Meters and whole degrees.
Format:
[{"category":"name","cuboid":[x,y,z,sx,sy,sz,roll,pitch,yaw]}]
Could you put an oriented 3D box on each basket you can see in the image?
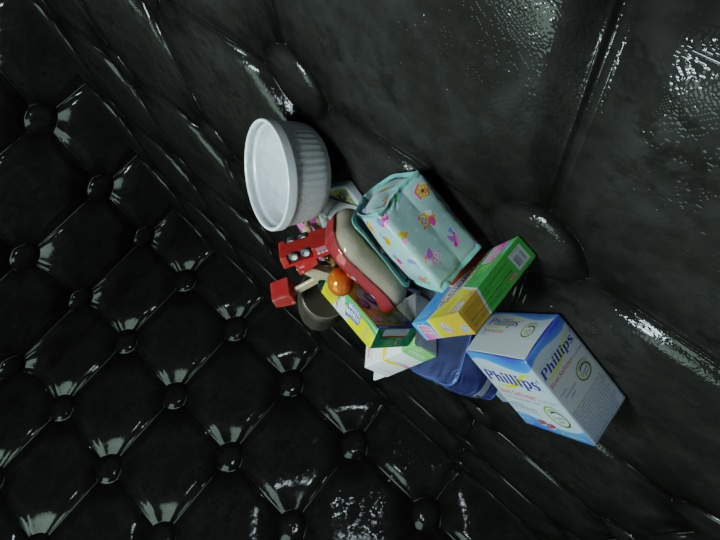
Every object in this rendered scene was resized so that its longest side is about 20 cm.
[{"category":"basket","cuboid":[-0.083,0.052,1.278,0.132,0.186,0.200,21,174,-3]}]

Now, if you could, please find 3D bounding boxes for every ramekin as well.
[{"category":"ramekin","cuboid":[-0.136,-0.184,1.026,0.198,0.102,0.208,26,121,52]}]

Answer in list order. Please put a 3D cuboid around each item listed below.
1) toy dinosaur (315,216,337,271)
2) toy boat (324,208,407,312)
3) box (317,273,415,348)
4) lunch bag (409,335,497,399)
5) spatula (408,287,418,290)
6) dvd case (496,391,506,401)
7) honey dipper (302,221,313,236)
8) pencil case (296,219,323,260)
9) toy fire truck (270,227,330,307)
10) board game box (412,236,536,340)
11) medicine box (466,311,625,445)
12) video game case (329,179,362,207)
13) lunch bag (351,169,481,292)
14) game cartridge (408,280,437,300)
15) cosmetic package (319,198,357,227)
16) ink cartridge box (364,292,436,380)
[{"category":"toy dinosaur","cuboid":[-0.079,-0.057,1.142,0.106,0.060,0.201,45,163,10]},{"category":"toy boat","cuboid":[-0.006,0.000,0.970,0.199,0.129,0.133,42,-153,-27]},{"category":"box","cuboid":[0.008,0.068,1.053,0.115,0.050,0.199,6,-152,-45]},{"category":"lunch bag","cuboid":[0.199,0.173,1.105,0.129,0.140,0.198,25,175,-27]},{"category":"spatula","cuboid":[0.031,-0.001,1.061,0.197,0.021,0.056,33,169,-25]},{"category":"dvd case","cuboid":[0.321,0.246,1.229,0.142,0.018,0.200,44,164,0]},{"category":"honey dipper","cuboid":[-0.113,-0.139,1.135,0.038,0.037,0.203,55,-165,-38]},{"category":"pencil case","cuboid":[-0.132,-0.121,1.319,0.089,0.095,0.201,-27,113,38]},{"category":"toy fire truck","cuboid":[-0.102,-0.009,1.088,0.143,0.193,0.050,70,-177,-49]},{"category":"board game box","cuboid":[0.170,0.035,0.849,0.040,0.153,0.200,43,163,-3]},{"category":"medicine box","cuboid":[0.312,0.177,0.933,0.200,0.103,0.181,47,164,-12]},{"category":"video game case","cuboid":[-0.005,-0.105,1.173,0.202,0.022,0.181,52,163,-19]},{"category":"lunch bag","cuboid":[0.077,-0.064,0.896,0.171,0.122,0.199,47,171,-15]},{"category":"game cartridge","cuboid":[0.109,0.011,1.090,0.196,0.041,0.133,24,168,40]},{"category":"cosmetic package","cuboid":[-0.015,-0.089,1.103,0.198,0.051,0.084,25,155,50]},{"category":"ink cartridge box","cuboid":[0.070,0.145,1.137,0.066,0.121,0.198,25,142,-29]}]
